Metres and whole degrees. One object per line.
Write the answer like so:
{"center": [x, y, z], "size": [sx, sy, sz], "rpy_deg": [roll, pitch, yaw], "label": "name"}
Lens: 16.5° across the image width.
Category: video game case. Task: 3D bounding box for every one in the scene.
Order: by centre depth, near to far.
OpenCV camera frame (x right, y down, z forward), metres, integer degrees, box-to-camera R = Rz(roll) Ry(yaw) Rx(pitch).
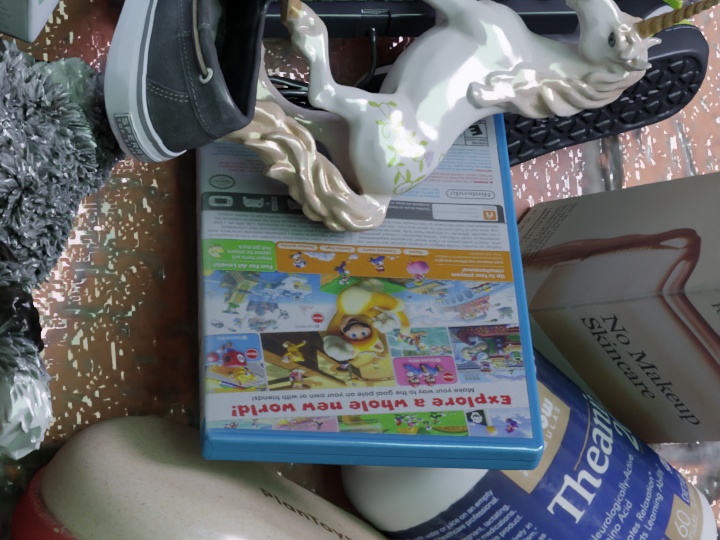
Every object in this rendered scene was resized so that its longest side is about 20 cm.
{"center": [0.000, 0.000, 1.092], "size": [0.143, 0.018, 0.200], "rpy_deg": [3, 50, -8], "label": "video game case"}

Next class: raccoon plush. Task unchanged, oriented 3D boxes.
{"center": [-0.134, -0.008, 1.028], "size": [0.134, 0.097, 0.200], "rpy_deg": [12, 64, -51], "label": "raccoon plush"}

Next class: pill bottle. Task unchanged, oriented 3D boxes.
{"center": [0.063, 0.092, 1.156], "size": [0.200, 0.111, 0.111], "rpy_deg": [40, 65, -24], "label": "pill bottle"}

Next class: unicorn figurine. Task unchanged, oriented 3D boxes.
{"center": [0.037, -0.094, 1.106], "size": [0.137, 0.074, 0.200], "rpy_deg": [45, 86, -1], "label": "unicorn figurine"}

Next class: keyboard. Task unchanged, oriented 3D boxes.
{"center": [0.005, -0.123, 1.148], "size": [0.200, 0.021, 0.127], "rpy_deg": [-3, 73, -13], "label": "keyboard"}

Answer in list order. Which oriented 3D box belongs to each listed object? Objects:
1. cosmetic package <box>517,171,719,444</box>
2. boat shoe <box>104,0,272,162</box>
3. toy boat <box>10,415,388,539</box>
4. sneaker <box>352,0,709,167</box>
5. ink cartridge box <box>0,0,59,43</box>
{"center": [0.151, 0.020, 1.168], "size": [0.103, 0.200, 0.087], "rpy_deg": [48, 61, -19], "label": "cosmetic package"}
{"center": [-0.058, -0.134, 1.066], "size": [0.070, 0.066, 0.200], "rpy_deg": [58, 33, -42], "label": "boat shoe"}
{"center": [-0.067, 0.154, 1.076], "size": [0.200, 0.131, 0.131], "rpy_deg": [31, 98, -27], "label": "toy boat"}
{"center": [0.076, -0.102, 1.227], "size": [0.200, 0.072, 0.083], "rpy_deg": [-10, 51, -25], "label": "sneaker"}
{"center": [-0.108, -0.227, 1.013], "size": [0.041, 0.200, 0.200], "rpy_deg": [21, 52, 5], "label": "ink cartridge box"}
